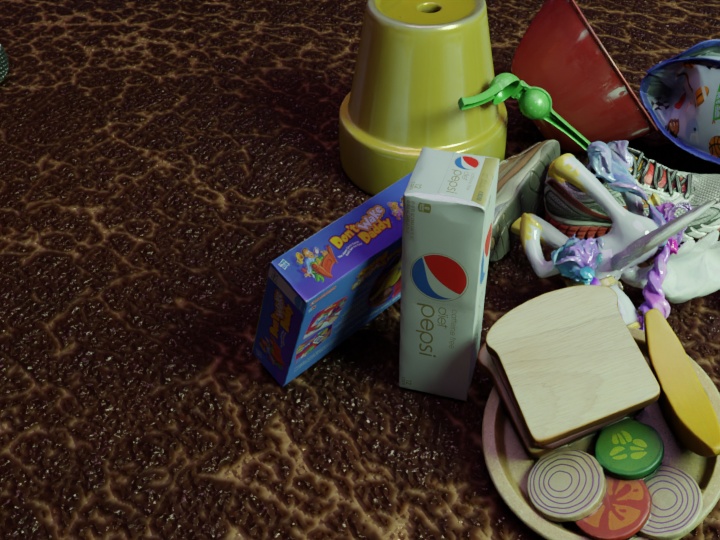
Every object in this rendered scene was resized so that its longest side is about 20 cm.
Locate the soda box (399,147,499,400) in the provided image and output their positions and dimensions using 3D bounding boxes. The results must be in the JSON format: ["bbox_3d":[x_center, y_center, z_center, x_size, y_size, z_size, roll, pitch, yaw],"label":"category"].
[{"bbox_3d":[0.069,0.008,0.675,0.062,0.203,0.069,9,41,13],"label":"soda box"}]

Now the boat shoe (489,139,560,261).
[{"bbox_3d":[0.151,-0.086,0.883,0.071,0.077,0.200,18,39,30],"label":"boat shoe"}]

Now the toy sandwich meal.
[{"bbox_3d":[0.176,0.104,0.623,0.200,0.071,0.209,-9,52,12],"label":"toy sandwich meal"}]

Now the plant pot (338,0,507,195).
[{"bbox_3d":[0.072,-0.208,0.938,0.196,0.192,0.203,0,40,0],"label":"plant pot"}]

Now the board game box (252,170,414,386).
[{"bbox_3d":[0.000,0.000,0.734,0.045,0.135,0.199,43,55,17],"label":"board game box"}]

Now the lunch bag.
[{"bbox_3d":[0.424,-0.173,0.909,0.166,0.126,0.200,5,20,-24],"label":"lunch bag"}]

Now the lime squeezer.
[{"bbox_3d":[0.175,-0.171,0.877,0.197,0.038,0.071,13,33,-32],"label":"lime squeezer"}]

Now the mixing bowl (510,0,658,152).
[{"bbox_3d":[0.242,-0.213,0.964,0.108,0.200,0.202,-34,35,21],"label":"mixing bowl"}]

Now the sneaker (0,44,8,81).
[{"bbox_3d":[-0.549,-0.238,1.100,0.078,0.075,0.201,-2,34,23],"label":"sneaker"}]

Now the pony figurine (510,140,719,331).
[{"bbox_3d":[0.241,-0.021,0.741,0.192,0.166,0.202,-37,54,15],"label":"pony figurine"}]

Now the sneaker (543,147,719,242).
[{"bbox_3d":[0.275,-0.077,0.830,0.196,0.083,0.078,0,38,26],"label":"sneaker"}]
